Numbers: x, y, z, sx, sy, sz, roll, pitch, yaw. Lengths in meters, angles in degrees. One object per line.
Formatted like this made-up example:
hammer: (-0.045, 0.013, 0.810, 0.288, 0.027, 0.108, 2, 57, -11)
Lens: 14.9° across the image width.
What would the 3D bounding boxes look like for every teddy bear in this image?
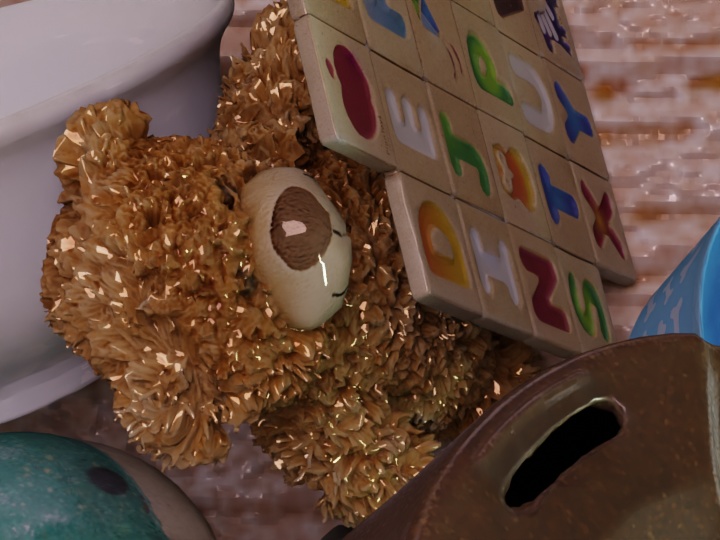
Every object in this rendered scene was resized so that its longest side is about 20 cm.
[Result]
teddy bear: (0.000, 0.000, 0.739, 0.067, 0.200, 0.145, 5, 74, 33)

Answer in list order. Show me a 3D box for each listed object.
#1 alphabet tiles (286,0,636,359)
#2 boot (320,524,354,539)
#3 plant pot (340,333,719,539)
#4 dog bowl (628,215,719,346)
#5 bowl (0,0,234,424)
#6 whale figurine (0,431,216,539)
alphabet tiles: (0.026, -0.059, 0.752, 0.006, 0.200, 0.167, -20, 71, 22)
boot: (0.021, 0.172, 0.709, 0.077, 0.138, 0.201, 14, 83, -34)
plant pot: (0.045, 0.124, 0.574, 0.200, 0.198, 0.201, 10, 59, -17)
dog bowl: (0.141, 0.066, 0.662, 0.200, 0.050, 0.111, 50, 51, -4)
bowl: (-0.119, -0.010, 0.779, 0.200, 0.201, 0.091, -17, 105, 2)
whale figurine: (-0.085, 0.133, 0.714, 0.159, 0.104, 0.200, -50, 50, 26)
